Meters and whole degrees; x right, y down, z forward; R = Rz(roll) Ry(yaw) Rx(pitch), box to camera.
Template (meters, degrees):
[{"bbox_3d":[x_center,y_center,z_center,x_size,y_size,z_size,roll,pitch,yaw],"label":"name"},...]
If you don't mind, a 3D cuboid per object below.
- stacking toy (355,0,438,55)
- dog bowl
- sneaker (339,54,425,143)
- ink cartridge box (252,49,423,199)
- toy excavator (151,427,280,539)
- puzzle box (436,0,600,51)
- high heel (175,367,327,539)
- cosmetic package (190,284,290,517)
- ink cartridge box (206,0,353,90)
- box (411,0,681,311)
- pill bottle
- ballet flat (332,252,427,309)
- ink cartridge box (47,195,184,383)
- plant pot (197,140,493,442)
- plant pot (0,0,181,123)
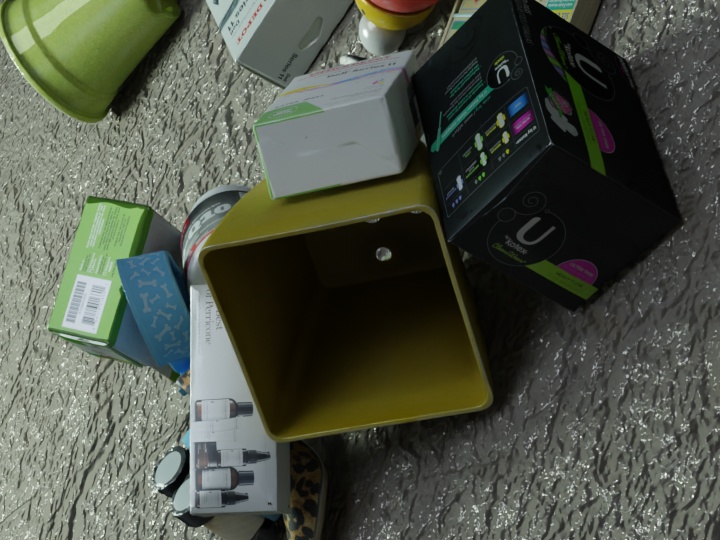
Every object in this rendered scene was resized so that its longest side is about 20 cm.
[{"bbox_3d":[0.038,-0.285,1.722,0.201,0.144,0.147,106,164,-49],"label":"stacking toy"},{"bbox_3d":[-0.183,0.048,1.707,0.049,0.200,0.112,-23,67,0],"label":"dog bowl"},{"bbox_3d":[0.022,-0.154,1.700,0.080,0.077,0.200,-65,30,18],"label":"sneaker"},{"bbox_3d":[-0.009,-0.130,1.469,0.116,0.068,0.200,-11,17,14],"label":"ink cartridge box"},{"bbox_3d":[-0.104,0.152,1.679,0.201,0.100,0.194,-51,29,-2],"label":"toy excavator"},{"bbox_3d":[0.144,-0.229,1.606,0.199,0.025,0.134,11,79,59],"label":"puzzle box"},{"bbox_3d":[-0.099,0.176,1.576,0.071,0.141,0.202,97,175,-72],"label":"high heel"},{"bbox_3d":[-0.106,0.113,1.535,0.082,0.051,0.202,-4,78,10],"label":"cosmetic package"},{"bbox_3d":[-0.096,-0.320,1.982,0.147,0.083,0.201,-54,33,19],"label":"ink cartridge box"},{"bbox_3d":[0.144,-0.099,1.395,0.124,0.148,0.201,-43,37,30],"label":"box"},{"bbox_3d":[-0.123,-0.016,1.753,0.115,0.113,0.200,-59,16,10],"label":"pill bottle"},{"bbox_3d":[-0.013,0.050,1.617,0.200,0.064,0.076,-51,36,22],"label":"ballet flat"},{"bbox_3d":[-0.234,0.027,1.839,0.075,0.200,0.149,11,76,20],"label":"ink cartridge box"},{"bbox_3d":[0.000,0.000,1.475,0.198,0.202,0.177,-10,31,15],"label":"plant pot"},{"bbox_3d":[-0.341,-0.330,2.293,0.184,0.200,0.201,-36,40,21],"label":"plant pot"}]
